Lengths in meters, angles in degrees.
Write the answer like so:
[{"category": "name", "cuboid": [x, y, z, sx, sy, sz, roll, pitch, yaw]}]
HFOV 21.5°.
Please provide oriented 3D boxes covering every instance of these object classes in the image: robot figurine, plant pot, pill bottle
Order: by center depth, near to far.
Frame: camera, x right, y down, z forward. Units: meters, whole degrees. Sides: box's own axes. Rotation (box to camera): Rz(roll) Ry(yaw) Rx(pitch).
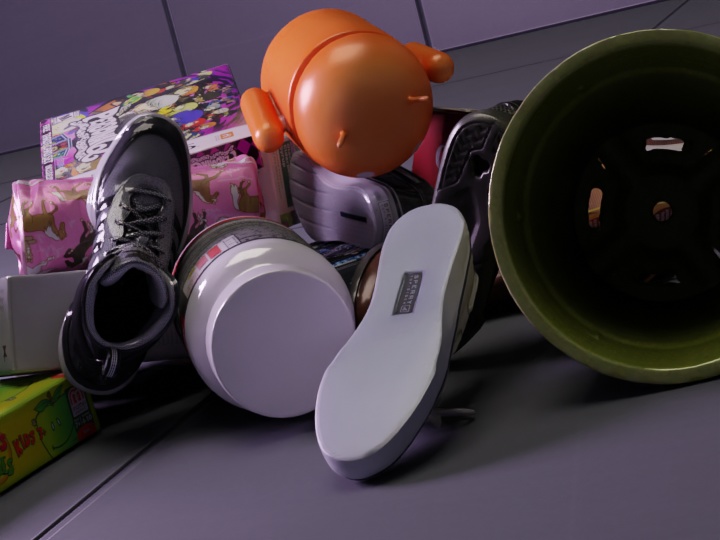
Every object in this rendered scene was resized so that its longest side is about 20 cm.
[{"category": "plant pot", "cuboid": [0.187, -0.037, 1.169, 0.198, 0.202, 0.190, -13, -2, 10]}, {"category": "pill bottle", "cuboid": [-0.066, 0.031, 1.280, 0.115, 0.117, 0.200, -16, 11, -8]}, {"category": "robot figurine", "cuboid": [-0.013, -0.139, 1.498, 0.143, 0.118, 0.200, 16, 12, -22]}]

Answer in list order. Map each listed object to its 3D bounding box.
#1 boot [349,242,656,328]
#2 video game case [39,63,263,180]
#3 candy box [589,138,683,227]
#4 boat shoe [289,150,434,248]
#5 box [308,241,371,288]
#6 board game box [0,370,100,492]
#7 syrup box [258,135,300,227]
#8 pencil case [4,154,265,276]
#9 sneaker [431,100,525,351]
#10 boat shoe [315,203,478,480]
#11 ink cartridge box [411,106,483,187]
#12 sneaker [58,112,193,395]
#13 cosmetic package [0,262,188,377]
[{"category": "boot", "cuboid": [0.110, 0.013, 1.343, 0.198, 0.069, 0.188, 2, 11, 36]}, {"category": "video game case", "cuboid": [-0.182, -0.107, 1.610, 0.179, 0.036, 0.200, -17, 25, -3]}, {"category": "candy box", "cuboid": [0.250, -0.096, 1.418, 0.198, 0.117, 0.055, -8, -22, 5]}, {"category": "boat shoe", "cuboid": [0.002, -0.057, 1.542, 0.070, 0.073, 0.200, -11, 19, -22]}, {"category": "box", "cuboid": [0.000, 0.000, 1.531, 0.198, 0.046, 0.159, -19, 11, -20]}, {"category": "board game box", "cuboid": [-0.275, 0.125, 1.274, 0.101, 0.048, 0.200, -8, 13, 30]}, {"category": "syrup box", "cuboid": [-0.150, -0.068, 1.667, 0.198, 0.080, 0.081, -7, 8, 21]}, {"category": "pencil case", "cuboid": [-0.173, -0.040, 1.452, 0.198, 0.087, 0.083, -7, 51, -13]}, {"category": "sneaker", "cuboid": [0.080, -0.027, 1.252, 0.076, 0.201, 0.114, 31, 32, 19]}, {"category": "boat shoe", "cuboid": [0.031, 0.059, 1.135, 0.074, 0.087, 0.203, -5, 43, 23]}, {"category": "ink cartridge box", "cuboid": [0.119, -0.087, 1.563, 0.174, 0.085, 0.200, 5, 3, -22]}, {"category": "sneaker", "cuboid": [-0.150, -0.016, 1.286, 0.075, 0.202, 0.114, 16, -10, -15]}, {"category": "cosmetic package", "cuboid": [-0.180, 0.034, 1.400, 0.198, 0.075, 0.101, -3, -4, -30]}]
